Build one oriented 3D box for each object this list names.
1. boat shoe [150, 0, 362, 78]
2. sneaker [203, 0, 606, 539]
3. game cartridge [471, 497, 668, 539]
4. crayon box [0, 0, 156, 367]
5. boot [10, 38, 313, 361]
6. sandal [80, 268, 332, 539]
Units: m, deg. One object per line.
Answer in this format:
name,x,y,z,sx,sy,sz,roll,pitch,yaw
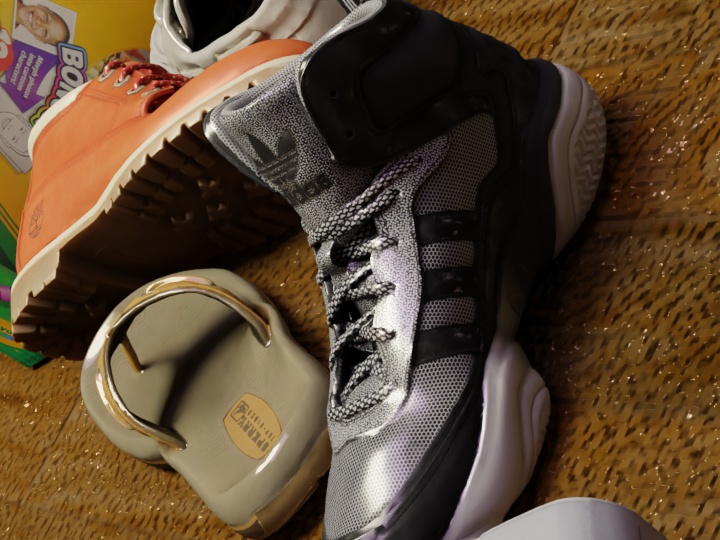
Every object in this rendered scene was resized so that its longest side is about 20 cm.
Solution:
boat shoe,-0.054,-0.106,0.955,0.072,0.066,0.200,-58,25,-5
sneaker,0.000,0.000,0.669,0.075,0.114,0.201,-25,39,49
game cartridge,0.004,0.148,0.578,0.200,0.041,0.133,-42,24,28
crayon box,-0.160,-0.070,1.041,0.058,0.119,0.200,-32,34,42
boot,-0.076,-0.054,0.895,0.200,0.075,0.108,-34,48,40
sandal,-0.063,0.037,0.810,0.080,0.054,0.200,-56,24,-1
